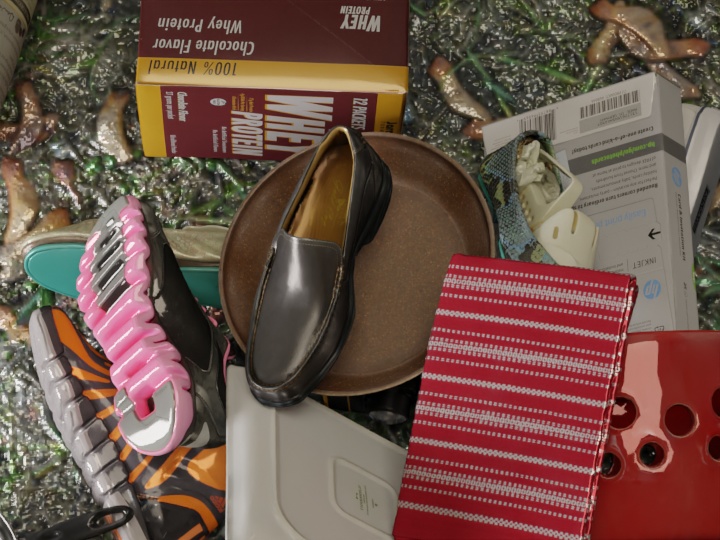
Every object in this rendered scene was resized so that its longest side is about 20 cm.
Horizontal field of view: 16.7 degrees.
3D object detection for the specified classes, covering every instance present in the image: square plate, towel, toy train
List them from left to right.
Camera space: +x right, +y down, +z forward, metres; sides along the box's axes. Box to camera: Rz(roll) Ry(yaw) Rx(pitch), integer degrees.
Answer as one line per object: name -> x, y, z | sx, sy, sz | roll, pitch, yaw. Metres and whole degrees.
square plate -> -0.004, 0.160, 1.651 | 0.197, 0.028, 0.200 | 29, 30, -21
toy train -> 0.007, 0.012, 1.774 | 0.113, 0.085, 0.201 | 7, 70, 4
towel -> 0.101, 0.093, 1.604 | 0.144, 0.022, 0.201 | 7, 80, 31

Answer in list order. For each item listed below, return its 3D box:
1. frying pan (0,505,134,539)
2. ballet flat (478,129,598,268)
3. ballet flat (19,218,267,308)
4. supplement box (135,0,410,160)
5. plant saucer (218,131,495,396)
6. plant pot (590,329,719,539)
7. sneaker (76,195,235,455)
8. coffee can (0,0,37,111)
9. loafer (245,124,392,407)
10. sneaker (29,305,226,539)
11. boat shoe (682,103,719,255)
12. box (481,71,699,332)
frying pan -> -0.259, 0.188, 1.711 | 0.190, 0.031, 0.115 | -39, 72, -1
ballet flat -> 0.129, -0.031, 1.699 | 0.074, 0.075, 0.201 | -11, 41, -6
ballet flat -> -0.148, -0.008, 1.796 | 0.199, 0.068, 0.063 | 9, 43, -3
supplement box -> -0.062, -0.198, 1.818 | 0.196, 0.133, 0.201 | 2, 70, -2
plant saucer -> 0.000, 0.000, 1.720 | 0.199, 0.037, 0.202 | -6, 64, 12
plant pot -> 0.192, 0.147, 1.676 | 0.199, 0.200, 0.184 | -6, 77, -4
sneaker -> -0.134, 0.041, 1.716 | 0.095, 0.079, 0.201 | 9, 55, -42
coffee can -> -0.314, -0.188, 1.799 | 0.145, 0.146, 0.201 | 15, 70, 3
loafer -> -0.038, -0.006, 1.669 | 0.072, 0.072, 0.201 | 8, 66, 19
sneaker -> -0.155, 0.102, 1.748 | 0.112, 0.078, 0.201 | -25, 84, -15
boat shoe -> 0.214, -0.033, 1.811 | 0.065, 0.074, 0.201 | 15, 67, 21
box -> 0.164, -0.027, 1.770 | 0.155, 0.041, 0.201 | -17, 65, 35
